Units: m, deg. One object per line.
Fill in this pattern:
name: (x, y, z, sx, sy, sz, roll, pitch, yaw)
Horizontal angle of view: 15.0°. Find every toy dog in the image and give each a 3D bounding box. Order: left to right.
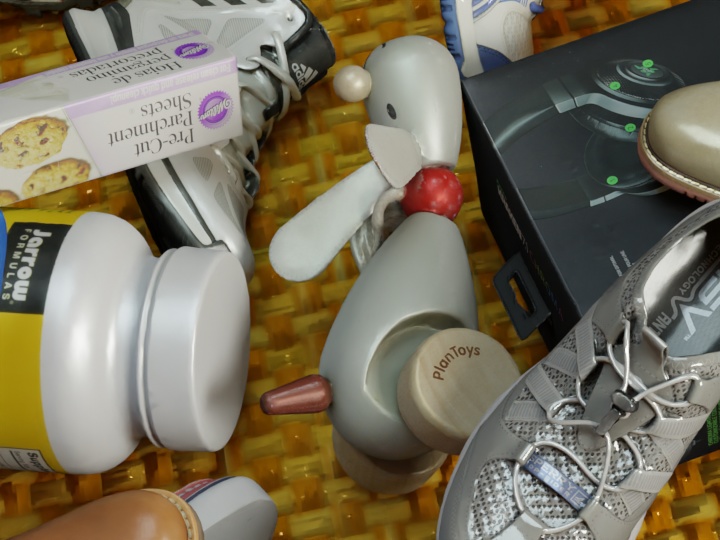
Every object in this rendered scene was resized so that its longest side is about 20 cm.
toy dog: (0.000, 0.000, 1.135, 0.096, 0.132, 0.200, 6, 45, -22)

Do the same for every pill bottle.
pill bottle: (-0.153, 0.028, 1.166, 0.199, 0.113, 0.113, 3, 50, 13)

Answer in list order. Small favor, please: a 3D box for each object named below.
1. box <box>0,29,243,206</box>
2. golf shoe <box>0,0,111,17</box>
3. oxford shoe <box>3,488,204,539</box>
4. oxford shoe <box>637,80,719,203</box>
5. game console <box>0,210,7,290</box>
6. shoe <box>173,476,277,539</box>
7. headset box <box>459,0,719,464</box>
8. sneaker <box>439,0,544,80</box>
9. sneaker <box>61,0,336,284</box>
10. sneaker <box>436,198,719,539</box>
box: (-0.146, -0.055, 1.159, 0.200, 0.042, 0.039, -17, 31, -26)
golf shoe: (-0.176, -0.171, 1.363, 0.200, 0.088, 0.077, -23, 47, -11)
oxford shoe: (-0.150, 0.137, 1.021, 0.200, 0.071, 0.071, -30, 55, -6)
oxford shoe: (0.208, -0.065, 1.078, 0.199, 0.074, 0.071, 0, 51, 9)
game console: (-0.210, 0.066, 1.003, 0.170, 0.200, 0.119, -22, 91, 11)
shoe: (-0.133, 0.134, 1.097, 0.200, 0.072, 0.091, -41, 59, -17)
headset box: (0.154, -0.023, 1.164, 0.200, 0.093, 0.174, -20, 49, -6)
sneaker: (0.077, -0.167, 1.254, 0.088, 0.201, 0.075, -3, 9, 4)
sneaker: (-0.059, -0.075, 1.262, 0.115, 0.076, 0.201, -22, 46, -6)
sneaker: (0.094, 0.044, 1.021, 0.075, 0.082, 0.200, 33, 75, 9)
